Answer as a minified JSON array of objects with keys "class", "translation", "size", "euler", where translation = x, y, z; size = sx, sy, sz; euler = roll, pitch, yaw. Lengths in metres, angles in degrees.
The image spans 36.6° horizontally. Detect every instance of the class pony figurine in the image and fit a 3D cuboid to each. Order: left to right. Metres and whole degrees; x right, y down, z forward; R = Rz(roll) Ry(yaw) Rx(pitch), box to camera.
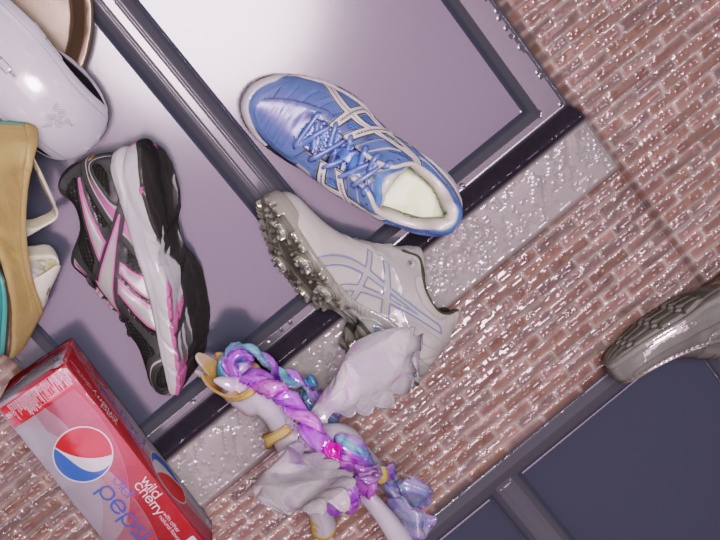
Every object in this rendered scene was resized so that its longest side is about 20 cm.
[{"class":"pony figurine","translation":[-0.024,0.135,0.828],"size":[0.167,0.193,0.200],"euler":[-53,123,-29]}]

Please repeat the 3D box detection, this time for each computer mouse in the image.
[{"class":"computer mouse","translation":[-0.262,-0.161,0.773],"size":[0.110,0.044,0.200],"euler":[-46,104,1]}]

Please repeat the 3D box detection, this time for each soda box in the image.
[{"class":"soda box","translation":[-0.198,0.156,0.862],"size":[0.063,0.070,0.200],"euler":[-34,105,-1]}]

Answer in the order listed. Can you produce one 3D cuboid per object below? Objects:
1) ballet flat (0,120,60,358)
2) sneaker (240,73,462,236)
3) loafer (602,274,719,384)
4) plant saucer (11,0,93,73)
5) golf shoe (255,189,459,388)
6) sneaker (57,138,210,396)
[{"class":"ballet flat","translation":[-0.251,-0.019,0.801],"size":[0.063,0.069,0.200],"euler":[-17,132,-25]},{"class":"sneaker","translation":[0.000,-0.090,0.842],"size":[0.200,0.077,0.076],"euler":[28,97,-12]},{"class":"loafer","translation":[0.300,0.047,0.922],"size":[0.200,0.070,0.070],"euler":[-29,96,-3]},{"class":"plant saucer","translation":[-0.297,-0.190,0.799],"size":[0.200,0.029,0.200],"euler":[-2,101,-10]},{"class":"golf shoe","translation":[0.000,0.000,0.874],"size":[0.097,0.078,0.200],"euler":[-45,111,-16]},{"class":"sneaker","translation":[-0.177,-0.001,0.844],"size":[0.086,0.080,0.200],"euler":[-5,105,15]}]
